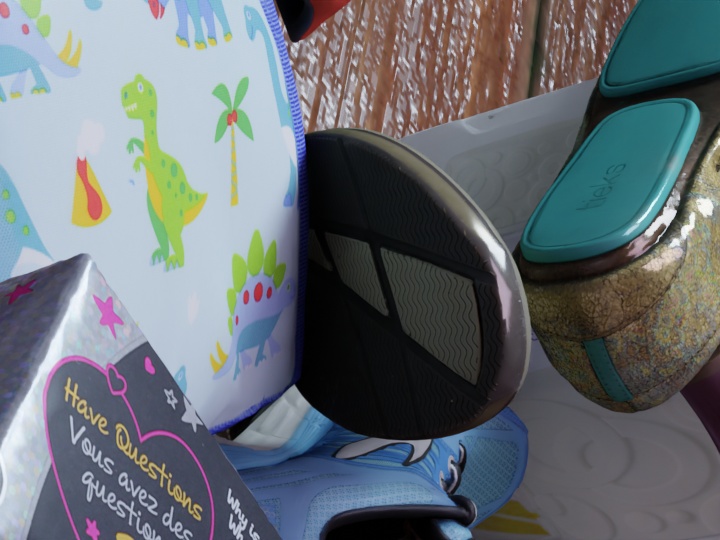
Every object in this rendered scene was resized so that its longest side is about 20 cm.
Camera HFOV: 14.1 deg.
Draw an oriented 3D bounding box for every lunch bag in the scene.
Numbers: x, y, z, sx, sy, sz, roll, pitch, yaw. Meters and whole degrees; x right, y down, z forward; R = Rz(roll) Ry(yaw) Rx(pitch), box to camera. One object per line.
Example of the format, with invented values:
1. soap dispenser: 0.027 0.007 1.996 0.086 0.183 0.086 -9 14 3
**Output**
1. lunch bag: -0.096 -0.040 0.714 0.201 0.127 0.170 63 27 1

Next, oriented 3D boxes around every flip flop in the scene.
1. flip flop: 0.000 0.000 0.816 0.057 0.200 0.081 -5 94 -23

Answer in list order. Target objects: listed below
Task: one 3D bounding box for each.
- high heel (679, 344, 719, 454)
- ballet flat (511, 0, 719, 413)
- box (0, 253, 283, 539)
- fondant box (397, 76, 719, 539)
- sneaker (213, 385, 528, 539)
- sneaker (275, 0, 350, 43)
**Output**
1. high heel: 0.158 0.009 0.903 0.096 0.067 0.200 53 49 -17
2. ballet flat: 0.096 -0.032 0.833 0.071 0.070 0.200 60 37 -23
3. box: -0.111 0.099 0.524 0.132 0.199 0.115 58 29 -26
4. fondant box: 0.070 0.032 0.959 0.200 0.144 0.058 48 38 -39
5. sneaker: 0.001 0.080 0.842 0.200 0.090 0.079 -20 125 -58
6. sneaker: -0.074 -0.125 0.872 0.199 0.085 0.075 24 29 -27
